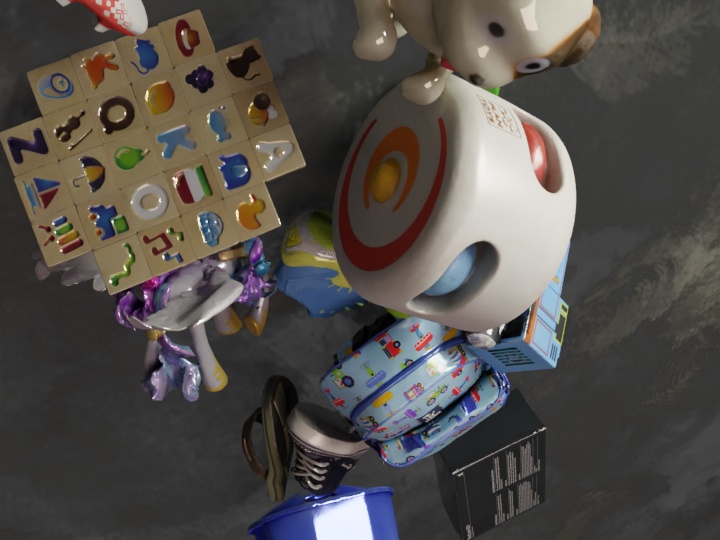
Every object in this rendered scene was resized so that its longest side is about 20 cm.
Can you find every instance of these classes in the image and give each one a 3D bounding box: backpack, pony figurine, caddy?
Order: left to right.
[{"bbox_3d":[-0.146,0.014,0.676,0.192,0.165,0.203,-38,145,-43],"label":"pony figurine"},{"bbox_3d":[-0.044,0.326,1.031,0.196,0.107,0.142,-6,154,-24],"label":"caddy"},{"bbox_3d":[0.056,0.110,0.821,0.181,0.136,0.200,-33,164,4],"label":"backpack"}]

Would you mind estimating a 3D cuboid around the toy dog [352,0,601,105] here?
[{"bbox_3d":[0.077,-0.199,0.546,0.193,0.201,0.140,-36,137,7],"label":"toy dog"}]

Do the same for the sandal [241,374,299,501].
[{"bbox_3d":[-0.105,0.194,0.900,0.056,0.081,0.203,12,136,4],"label":"sandal"}]

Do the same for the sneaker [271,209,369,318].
[{"bbox_3d":[0.000,0.000,0.792,0.197,0.077,0.105,14,137,-33],"label":"sneaker"}]

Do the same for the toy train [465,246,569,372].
[{"bbox_3d":[0.149,-0.005,0.777,0.086,0.203,0.114,-12,140,43],"label":"toy train"}]

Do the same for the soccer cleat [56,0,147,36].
[{"bbox_3d":[-0.174,-0.230,0.480,0.084,0.069,0.201,-29,132,5],"label":"soccer cleat"}]

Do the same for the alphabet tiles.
[{"bbox_3d":[-0.147,-0.086,0.581,0.197,0.169,0.006,-22,179,-8],"label":"alphabet tiles"}]

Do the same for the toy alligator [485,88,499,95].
[{"bbox_3d":[0.123,-0.227,0.658,0.053,0.059,0.202,26,122,4],"label":"toy alligator"}]

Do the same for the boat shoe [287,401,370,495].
[{"bbox_3d":[-0.044,0.204,0.889,0.094,0.074,0.200,-55,156,1],"label":"boat shoe"}]

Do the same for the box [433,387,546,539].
[{"bbox_3d":[0.178,0.273,1.121,0.139,0.079,0.202,-25,137,-11],"label":"box"}]

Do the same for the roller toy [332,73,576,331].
[{"bbox_3d":[0.066,-0.056,0.646,0.138,0.181,0.204,17,89,-32],"label":"roller toy"}]
